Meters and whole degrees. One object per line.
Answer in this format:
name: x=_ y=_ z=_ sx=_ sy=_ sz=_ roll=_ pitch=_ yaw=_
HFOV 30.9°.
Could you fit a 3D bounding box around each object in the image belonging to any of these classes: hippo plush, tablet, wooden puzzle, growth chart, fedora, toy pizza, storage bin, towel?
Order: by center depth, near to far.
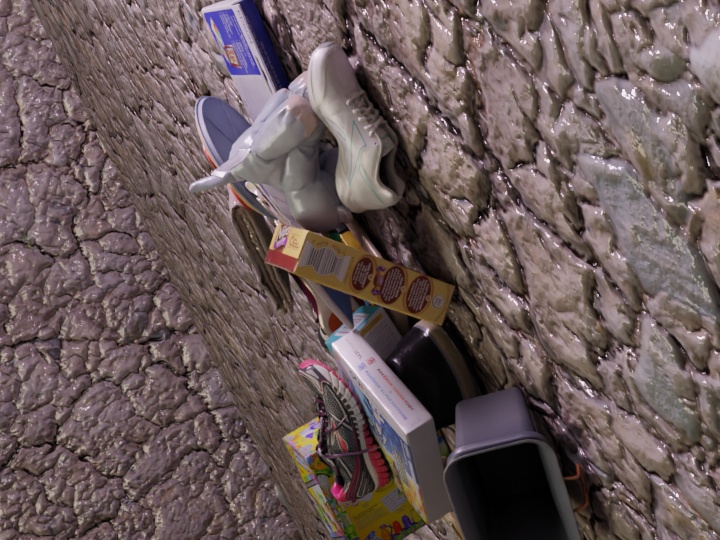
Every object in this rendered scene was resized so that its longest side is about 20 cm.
storage bin: x=0.179 y=0.234 z=1.486 sx=0.134 sy=0.145 sz=0.200 roll=-91 pitch=-17 yaw=-59
hippo plush: x=-0.059 y=-0.124 z=1.539 sx=0.161 sy=0.200 sz=0.159 roll=46 pitch=152 yaw=-15
fedora: x=0.083 y=0.146 z=1.678 sx=0.201 sy=0.091 sz=0.201 roll=54 pitch=164 yaw=23
growth chart: x=-0.091 y=-0.069 z=1.679 sx=0.145 sy=0.018 sz=0.200 roll=29 pitch=-160 yaw=-49
tablet: x=-0.054 y=-0.004 z=1.710 sx=0.130 sy=0.014 sz=0.200 roll=51 pitch=-170 yaw=-17
toy pizza: x=-0.165 y=-0.148 z=1.771 sx=0.200 sy=0.032 sz=0.200 roll=49 pitch=-160 yaw=-24
wooden puzzle: x=0.000 y=0.000 z=1.798 sx=0.200 sy=0.037 sz=0.185 roll=50 pitch=162 yaw=35
towel: x=-0.145 y=-0.041 z=1.840 sx=0.133 sy=0.034 sz=0.200 roll=-107 pitch=-5 yaw=-58

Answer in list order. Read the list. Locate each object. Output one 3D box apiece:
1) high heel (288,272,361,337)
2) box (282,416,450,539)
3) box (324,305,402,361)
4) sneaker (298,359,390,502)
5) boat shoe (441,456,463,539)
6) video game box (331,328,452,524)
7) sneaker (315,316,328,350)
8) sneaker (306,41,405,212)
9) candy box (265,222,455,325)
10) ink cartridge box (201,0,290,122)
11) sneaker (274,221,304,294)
high heel: x=-0.045 y=0.027 z=1.841 sx=0.200 sy=0.067 sz=0.096 roll=54 pitch=-168 yaw=-7
box: x=0.023 y=0.294 z=1.943 sx=0.193 sy=0.200 sz=0.122 roll=66 pitch=165 yaw=-15
box: x=0.040 y=0.149 z=1.779 sx=0.049 sy=0.082 sz=0.200 roll=1 pitch=129 yaw=54
sneaker: x=-0.030 y=0.205 z=1.664 sx=0.200 sy=0.075 sz=0.081 roll=66 pitch=165 yaw=-14
boat shoe: x=0.159 y=0.351 z=1.872 sx=0.200 sy=0.071 sz=0.064 roll=58 pitch=161 yaw=-23
video game box: x=0.040 y=0.199 z=1.650 sx=0.182 sy=0.047 sz=0.200 roll=50 pitch=162 yaw=42
sneaker: x=-0.027 y=0.069 z=1.940 sx=0.089 sy=0.074 sz=0.200 roll=59 pitch=162 yaw=-8
sneaker: x=0.002 y=-0.163 z=1.464 sx=0.080 sy=0.070 sz=0.201 roll=0 pitch=116 yaw=44
candy box: x=-0.001 y=0.004 z=1.545 sx=0.200 sy=0.057 sz=0.117 roll=19 pitch=180 yaw=-21
ink cartridge box: x=-0.132 y=-0.268 z=1.735 sx=0.200 sy=0.047 sz=0.198 roll=21 pitch=136 yaw=66
sneaker: x=-0.087 y=-0.056 z=1.943 sx=0.099 sy=0.078 sz=0.200 roll=-121 pitch=17 yaw=-51
